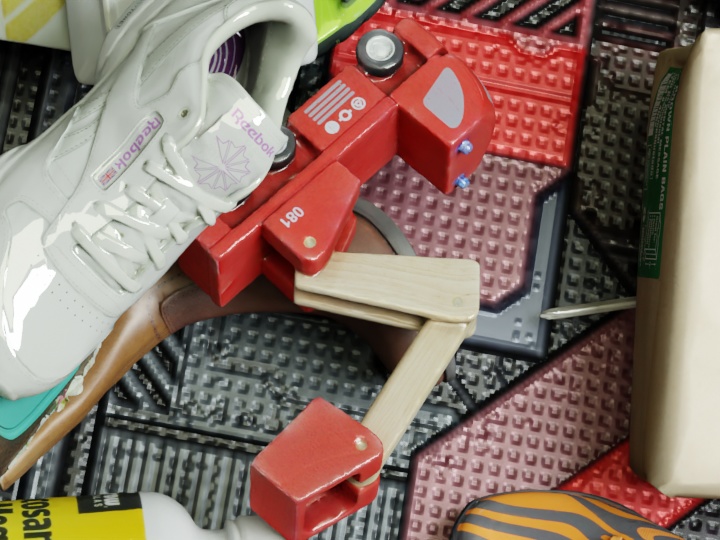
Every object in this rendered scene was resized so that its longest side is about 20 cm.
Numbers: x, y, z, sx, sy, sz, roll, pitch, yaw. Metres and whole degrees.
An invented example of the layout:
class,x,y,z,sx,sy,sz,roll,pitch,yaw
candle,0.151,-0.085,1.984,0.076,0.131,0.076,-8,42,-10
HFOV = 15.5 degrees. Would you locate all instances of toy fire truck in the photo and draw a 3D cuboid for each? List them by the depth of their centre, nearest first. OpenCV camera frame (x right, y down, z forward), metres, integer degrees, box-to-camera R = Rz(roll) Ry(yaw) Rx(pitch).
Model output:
class,x,y,z,sx,sy,sz,roll,pitch,yaw
toy fire truck,0.000,0.000,1.097,0.200,0.049,0.141,-41,71,-20

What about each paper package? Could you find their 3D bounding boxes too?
class,x,y,z,sx,sy,sz,roll,pitch,yaw
paper package,0.216,0.005,1.146,0.190,0.103,0.201,5,89,-5

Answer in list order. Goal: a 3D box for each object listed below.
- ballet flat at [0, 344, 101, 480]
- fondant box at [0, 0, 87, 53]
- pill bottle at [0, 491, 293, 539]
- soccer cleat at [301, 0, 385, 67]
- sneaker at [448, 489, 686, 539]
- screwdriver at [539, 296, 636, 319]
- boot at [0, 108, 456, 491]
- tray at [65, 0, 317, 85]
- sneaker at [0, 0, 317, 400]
class,x,y,z,sx,sy,sz,roll,pitch,yaw
ballet flat,-0.172,0.067,1.051,0.076,0.064,0.200,57,41,-8
fondant box,-0.160,-0.176,1.161,0.199,0.058,0.145,9,101,2
pill bottle,-0.126,0.149,1.079,0.199,0.112,0.113,-4,74,-9
soccer cleat,0.006,-0.150,1.198,0.067,0.081,0.200,37,72,17
sneaker,0.138,0.134,1.116,0.199,0.112,0.078,19,72,-1
screwdriver,0.179,0.010,1.202,0.199,0.028,0.029,-12,61,-12
boot,-0.081,0.025,1.145,0.200,0.069,0.188,-38,82,-15
tray,-0.081,-0.181,1.116,0.107,0.022,0.201,-5,100,4
sneaker,-0.089,-0.038,1.045,0.075,0.099,0.200,43,67,-33
